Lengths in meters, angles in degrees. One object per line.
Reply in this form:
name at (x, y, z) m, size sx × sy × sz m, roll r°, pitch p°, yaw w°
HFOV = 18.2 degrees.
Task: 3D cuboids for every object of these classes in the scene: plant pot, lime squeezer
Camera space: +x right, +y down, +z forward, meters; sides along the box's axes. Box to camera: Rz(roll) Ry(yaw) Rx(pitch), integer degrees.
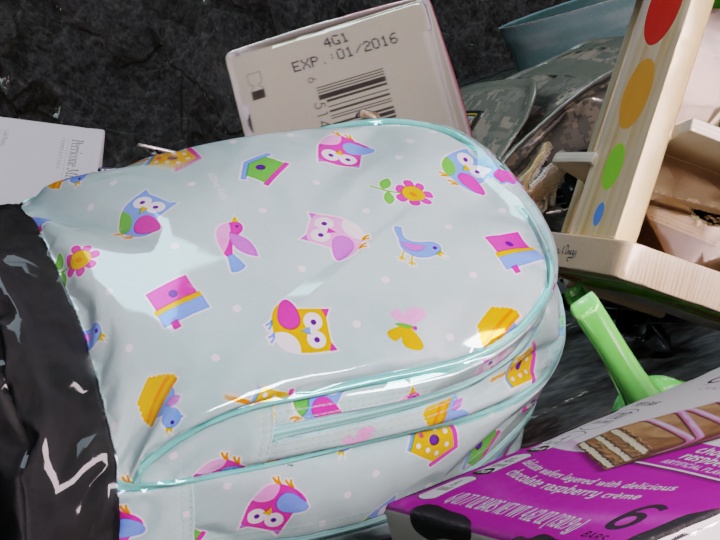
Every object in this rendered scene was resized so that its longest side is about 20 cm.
plant pot at (0.214, -0.141, 1.618) m, size 0.199 × 0.135 × 0.200 m, roll -17°, pitch 8°, yaw 2°
lime squeezer at (0.095, 0.036, 0.759) m, size 0.037 × 0.071 × 0.200 m, roll -16°, pitch -1°, yaw 5°

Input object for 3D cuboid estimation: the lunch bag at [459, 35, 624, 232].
lunch bag at (0.119, -0.069, 1.391) m, size 0.199 × 0.118 × 0.164 m, roll -26°, pitch 9°, yaw -16°

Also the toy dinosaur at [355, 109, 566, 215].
toy dinosaur at (0.000, 0.000, 0.974) m, size 0.200 × 0.101 × 0.058 m, roll -43°, pitch 0°, yaw 32°

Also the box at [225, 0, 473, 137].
box at (0.008, -0.044, 1.175) m, size 0.108 × 0.129 × 0.200 m, roll -16°, pitch -11°, yaw 2°

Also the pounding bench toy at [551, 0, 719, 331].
pounding bench toy at (0.144, -0.059, 0.884) m, size 0.123 × 0.157 × 0.200 m, roll 18°, pitch -2°, yaw -14°

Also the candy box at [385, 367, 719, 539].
candy box at (0.124, 0.058, 0.591) m, size 0.199 × 0.061 × 0.136 m, roll -20°, pitch 7°, yaw -21°

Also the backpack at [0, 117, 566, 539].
backpack at (-0.031, 0.033, 0.722) m, size 0.199 × 0.168 × 0.127 m, roll -10°, pitch -35°, yaw -20°

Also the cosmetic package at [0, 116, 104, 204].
cosmetic package at (-0.192, -0.009, 0.972) m, size 0.150 × 0.052 × 0.200 m, roll 6°, pitch 28°, yaw -5°

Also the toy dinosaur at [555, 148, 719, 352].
toy dinosaur at (0.151, -0.009, 1.052) m, size 0.200 × 0.103 × 0.135 m, roll -35°, pitch -18°, yaw 30°
